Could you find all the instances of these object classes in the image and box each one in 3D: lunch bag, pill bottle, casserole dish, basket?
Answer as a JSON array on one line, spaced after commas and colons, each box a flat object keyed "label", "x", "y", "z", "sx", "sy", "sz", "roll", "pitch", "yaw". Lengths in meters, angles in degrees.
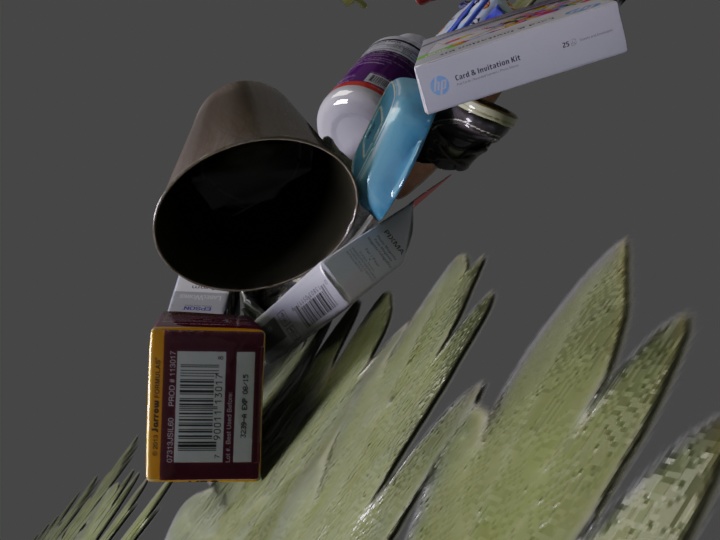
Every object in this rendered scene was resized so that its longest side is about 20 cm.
[{"label": "lunch bag", "x": -0.072, "y": -0.027, "z": 0.993, "sx": 0.201, "sy": 0.117, "sz": 0.164, "roll": -52, "pitch": 0, "yaw": -10}, {"label": "lunch bag", "x": 0.168, "y": -0.381, "z": 1.474, "sx": 0.201, "sy": 0.075, "sz": 0.160, "roll": -52, "pitch": 11, "yaw": -13}, {"label": "pill bottle", "x": 0.032, "y": -0.216, "z": 1.098, "sx": 0.112, "sy": 0.112, "sz": 0.201, "roll": -40, "pitch": 12, "yaw": 44}, {"label": "casserole dish", "x": 0.027, "y": -0.121, "z": 0.818, "sx": 0.122, "sy": 0.038, "sz": 0.200, "roll": -62, "pitch": 8, "yaw": 17}, {"label": "basket", "x": -0.101, "y": -0.094, "z": 0.829, "sx": 0.178, "sy": 0.138, "sz": 0.201, "roll": -18, "pitch": 31, "yaw": 1}]

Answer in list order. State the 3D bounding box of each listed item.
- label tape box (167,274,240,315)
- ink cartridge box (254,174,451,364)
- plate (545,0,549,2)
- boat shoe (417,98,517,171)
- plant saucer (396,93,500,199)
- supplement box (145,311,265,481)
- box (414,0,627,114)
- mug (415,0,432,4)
[{"label": "label tape box", "x": -0.168, "y": 0.086, "z": 0.939, "sx": 0.201, "sy": 0.065, "sz": 0.145, "roll": -93, "pitch": 6, "yaw": -58}, {"label": "ink cartridge box", "x": 0.000, "y": 0.000, "z": 0.843, "sx": 0.199, "sy": 0.058, "sz": 0.162, "roll": -30, "pitch": -6, "yaw": -40}, {"label": "plate", "x": 0.213, "y": -0.270, "z": 0.925, "sx": 0.201, "sy": 0.025, "sz": 0.200, "roll": -48, "pitch": 10, "yaw": 11}, {"label": "boat shoe", "x": 0.089, "y": -0.123, "z": 0.813, "sx": 0.200, "sy": 0.072, "sz": 0.066, "roll": -136, "pitch": 67, "yaw": -81}, {"label": "plant saucer", "x": 0.098, "y": -0.171, "z": 1.056, "sx": 0.201, "sy": 0.034, "sz": 0.200, "roll": -49, "pitch": 9, "yaw": 10}, {"label": "supplement box", "x": -0.128, "y": 0.095, "z": 0.726, "sx": 0.200, "sy": 0.084, "sz": 0.112, "roll": -175, "pitch": 88, "yaw": -80}, {"label": "box", "x": 0.125, "y": -0.186, "z": 0.733, "sx": 0.153, "sy": 0.042, "sz": 0.200, "roll": -15, "pitch": 19, "yaw": 12}, {"label": "mug", "x": 0.144, "y": -0.291, "z": 0.776, "sx": 0.134, "sy": 0.196, "sz": 0.180, "roll": 69, "pitch": -152, "yaw": -58}]
